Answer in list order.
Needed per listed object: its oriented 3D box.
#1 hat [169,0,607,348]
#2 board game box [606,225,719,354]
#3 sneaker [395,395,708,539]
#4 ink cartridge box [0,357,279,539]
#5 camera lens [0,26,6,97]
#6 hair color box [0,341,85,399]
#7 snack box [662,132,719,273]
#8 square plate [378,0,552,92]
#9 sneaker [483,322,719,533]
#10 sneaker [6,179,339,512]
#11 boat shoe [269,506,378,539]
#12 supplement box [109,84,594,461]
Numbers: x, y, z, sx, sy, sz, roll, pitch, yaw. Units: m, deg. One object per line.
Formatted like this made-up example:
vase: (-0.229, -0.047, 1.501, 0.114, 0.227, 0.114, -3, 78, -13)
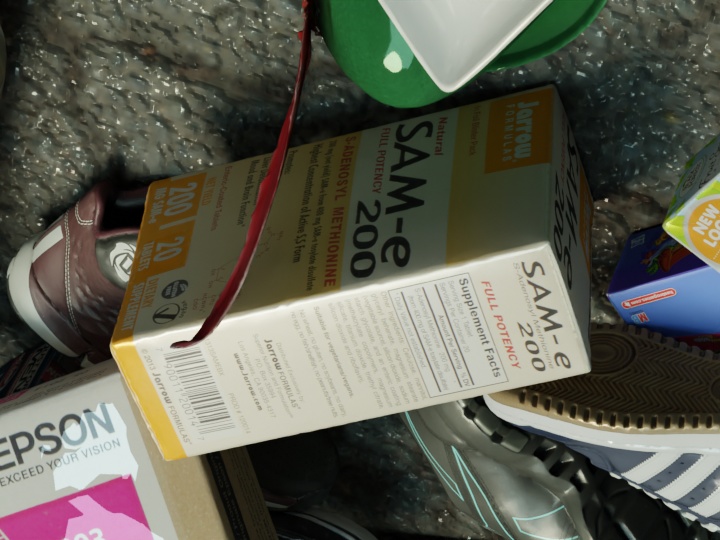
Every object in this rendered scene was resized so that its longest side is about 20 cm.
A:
hat: (0.008, -0.094, 1.008, 0.164, 0.177, 0.201, 4, 131, 20)
board game box: (0.229, 0.023, 1.107, 0.199, 0.045, 0.135, -17, 120, 34)
sneaker: (0.095, 0.105, 1.234, 0.200, 0.075, 0.079, 48, 145, -11)
ink cartridge box: (-0.143, 0.140, 1.196, 0.199, 0.075, 0.166, -20, 94, 16)
camera lens: (-0.255, -0.054, 1.174, 0.159, 0.160, 0.201, 23, 135, 4)
hair color box: (-0.193, 0.118, 1.367, 0.100, 0.061, 0.200, 44, 131, -17)
snack box: (0.243, -0.008, 1.005, 0.200, 0.053, 0.142, 37, 132, -9)
square plate: (0.047, -0.203, 0.946, 0.200, 0.028, 0.199, -40, 81, 35)
sneaker: (0.152, 0.090, 1.119, 0.198, 0.070, 0.109, 7, 129, 15)
sneaker: (-0.073, 0.031, 1.230, 0.200, 0.076, 0.116, 37, 131, -9)
boat shoe: (-0.085, 0.148, 1.258, 0.198, 0.068, 0.072, 9, 91, 5)
supplement box: (0.000, 0.000, 1.102, 0.198, 0.126, 0.074, -13, 124, 14)
